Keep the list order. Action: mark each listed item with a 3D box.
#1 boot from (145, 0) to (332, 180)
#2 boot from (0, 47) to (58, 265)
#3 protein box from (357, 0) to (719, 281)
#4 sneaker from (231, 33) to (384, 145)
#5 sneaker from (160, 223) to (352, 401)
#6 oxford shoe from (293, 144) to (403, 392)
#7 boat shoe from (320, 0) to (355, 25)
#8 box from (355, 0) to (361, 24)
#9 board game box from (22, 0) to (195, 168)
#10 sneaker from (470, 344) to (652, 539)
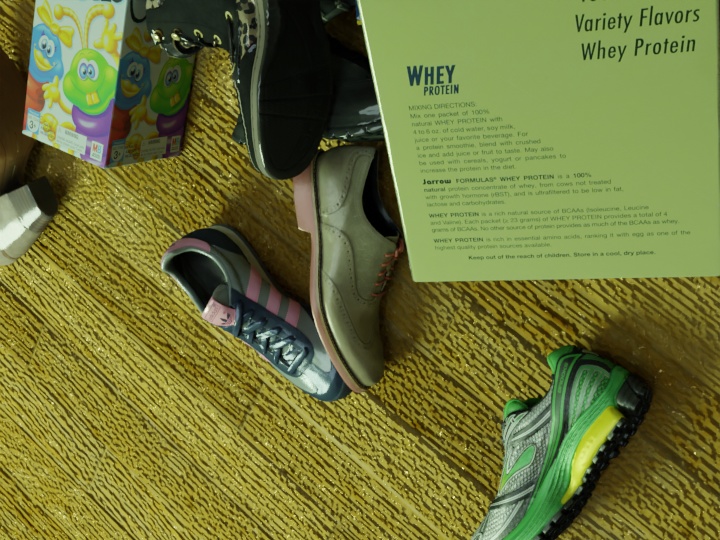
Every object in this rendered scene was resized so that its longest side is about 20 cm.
[{"bbox_3d":[-0.097,-0.174,0.862,0.149,0.072,0.204,9,107,46],"label":"boot"},{"bbox_3d":[-0.374,-0.104,1.109,0.145,0.070,0.203,-17,91,35],"label":"boot"},{"bbox_3d":[0.121,-0.115,0.696,0.195,0.136,0.202,-1,127,17],"label":"protein box"},{"bbox_3d":[-0.021,-0.144,0.881,0.197,0.076,0.093,1,95,29],"label":"sneaker"},{"bbox_3d":[-0.091,0.044,0.958,0.199,0.082,0.071,41,118,17],"label":"sneaker"},{"bbox_3d":[0.000,0.000,0.900,0.074,0.070,0.203,-7,105,19],"label":"oxford shoe"},{"bbox_3d":[-0.063,-0.285,0.874,0.067,0.072,0.202,-32,86,32],"label":"boat shoe"},{"bbox_3d":[0.092,-0.215,0.797,0.197,0.064,0.071,2,103,30],"label":"box"},{"bbox_3d":[-0.207,-0.204,0.961,0.104,0.103,0.203,22,112,25],"label":"board game box"},{"bbox_3d":[0.136,0.145,0.854,0.085,0.078,0.202,39,109,26],"label":"sneaker"}]
